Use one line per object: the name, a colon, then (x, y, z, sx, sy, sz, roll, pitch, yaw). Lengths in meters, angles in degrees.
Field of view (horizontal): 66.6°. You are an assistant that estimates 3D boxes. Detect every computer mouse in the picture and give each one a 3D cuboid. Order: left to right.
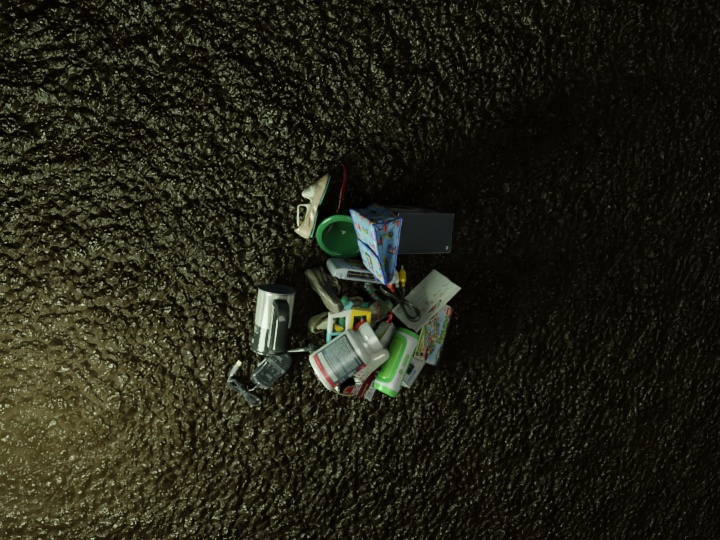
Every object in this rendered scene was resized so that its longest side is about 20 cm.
computer mouse: (-0.315, 0.305, 1.690, 0.140, 0.046, 0.201, 39, 94, -17)

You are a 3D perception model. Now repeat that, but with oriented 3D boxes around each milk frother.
milk frother: (-0.208, 0.153, 1.631, 0.198, 0.179, 0.192, 0, 105, -39)

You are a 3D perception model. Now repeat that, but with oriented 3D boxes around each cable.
cable: (0.119, 0.076, 1.714, 0.096, 0.202, 0.051, -19, 143, -1)

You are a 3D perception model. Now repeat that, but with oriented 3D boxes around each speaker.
speaker: (0.112, 0.283, 1.699, 0.088, 0.088, 0.203, 28, 77, -21)

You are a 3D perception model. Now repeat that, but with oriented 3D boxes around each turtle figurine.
turtle figurine: (0.030, 0.113, 1.700, 0.197, 0.100, 0.153, -7, 101, -35)

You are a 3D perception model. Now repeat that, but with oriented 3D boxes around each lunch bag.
lunch bag: (0.047, -0.067, 1.539, 0.093, 0.150, 0.203, -15, 117, -22)

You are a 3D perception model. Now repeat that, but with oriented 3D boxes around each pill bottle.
pill bottle: (-0.038, 0.241, 1.586, 0.199, 0.120, 0.120, -34, 110, 0)

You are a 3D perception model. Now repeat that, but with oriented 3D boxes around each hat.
hat: (-0.039, -0.167, 1.680, 0.164, 0.178, 0.200, 23, 135, -16)

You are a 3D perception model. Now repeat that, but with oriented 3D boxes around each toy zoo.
toy zoo: (-0.037, 0.185, 1.641, 0.129, 0.021, 0.203, -2, 116, -19)

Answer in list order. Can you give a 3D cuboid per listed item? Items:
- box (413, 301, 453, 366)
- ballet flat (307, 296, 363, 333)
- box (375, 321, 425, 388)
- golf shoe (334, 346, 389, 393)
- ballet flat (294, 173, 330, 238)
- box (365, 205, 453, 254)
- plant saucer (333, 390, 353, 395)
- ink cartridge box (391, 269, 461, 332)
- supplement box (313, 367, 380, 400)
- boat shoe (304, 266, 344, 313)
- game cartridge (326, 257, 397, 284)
box: (0.233, 0.200, 1.804, 0.109, 0.035, 0.203, 24, 77, -30)
ballet flat: (-0.071, 0.146, 1.718, 0.198, 0.062, 0.068, -27, 109, -11)
box: (0.115, 0.275, 1.786, 0.200, 0.060, 0.117, 48, 68, -23)
golf shoe: (0.005, 0.303, 1.651, 0.198, 0.092, 0.073, -29, 128, 0)
ballet flat: (-0.147, -0.196, 1.616, 0.066, 0.068, 0.203, 17, 95, -13)
box: (0.141, -0.126, 1.635, 0.197, 0.198, 0.126, -3, 104, -28)
plant saucer: (-0.029, 0.307, 1.785, 0.197, 0.032, 0.204, -4, 104, -16)
ink cartridge box: (0.215, 0.103, 1.737, 0.200, 0.173, 0.044, -44, 121, -4)
supplement box: (-0.035, 0.324, 1.738, 0.198, 0.061, 0.110, 25, 94, -20)
boat shoe: (-0.097, 0.045, 1.620, 0.073, 0.200, 0.075, -31, 138, -13)
game cartridge: (0.000, 0.000, 1.669, 0.197, 0.133, 0.042, 7, 100, -20)
